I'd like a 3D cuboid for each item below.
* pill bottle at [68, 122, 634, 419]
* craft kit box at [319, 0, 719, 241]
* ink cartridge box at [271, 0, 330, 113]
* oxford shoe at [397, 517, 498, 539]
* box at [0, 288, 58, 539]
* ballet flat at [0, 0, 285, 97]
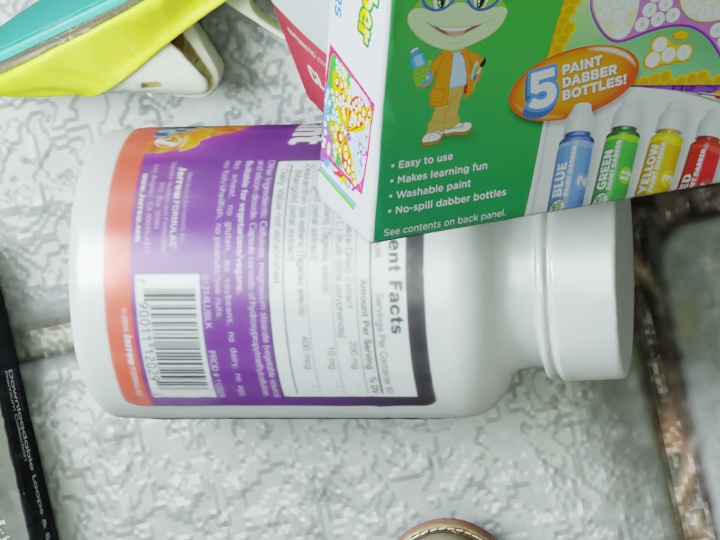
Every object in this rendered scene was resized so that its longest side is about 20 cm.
[{"bbox_3d":[0.000,0.000,0.969,0.199,0.111,0.112,0,95,10],"label":"pill bottle"},{"bbox_3d":[0.087,-0.119,0.858,0.199,0.049,0.198,-11,118,-25],"label":"craft kit box"},{"bbox_3d":[0.028,-0.156,0.893,0.145,0.083,0.201,-29,127,-10],"label":"ink cartridge box"},{"bbox_3d":[0.068,0.188,0.990,0.070,0.075,0.201,-30,89,12],"label":"oxford shoe"},{"bbox_3d":[-0.197,0.101,1.055,0.142,0.036,0.201,-11,94,11],"label":"box"},{"bbox_3d":[-0.058,-0.107,0.999,0.200,0.067,0.067,-34,109,10],"label":"ballet flat"}]
